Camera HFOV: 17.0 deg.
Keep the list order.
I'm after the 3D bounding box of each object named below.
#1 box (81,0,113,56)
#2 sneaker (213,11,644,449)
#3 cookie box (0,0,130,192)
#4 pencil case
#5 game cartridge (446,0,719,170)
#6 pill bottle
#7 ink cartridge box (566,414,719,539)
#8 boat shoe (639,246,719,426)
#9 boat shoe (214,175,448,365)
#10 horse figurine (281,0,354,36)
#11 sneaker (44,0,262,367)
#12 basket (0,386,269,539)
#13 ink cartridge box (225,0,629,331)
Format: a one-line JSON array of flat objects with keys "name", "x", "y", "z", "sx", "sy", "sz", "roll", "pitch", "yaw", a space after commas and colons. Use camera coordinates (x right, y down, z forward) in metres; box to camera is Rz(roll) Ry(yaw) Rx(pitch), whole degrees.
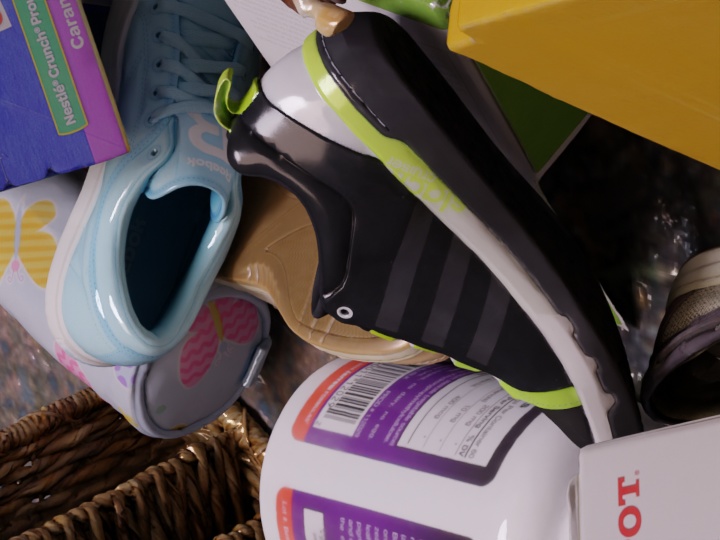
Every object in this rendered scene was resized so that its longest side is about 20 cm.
[{"name": "box", "x": -0.159, "y": -0.176, "z": 1.103, "sx": 0.070, "sy": 0.064, "sz": 0.201, "roll": -12, "pitch": 100, "yaw": 52}, {"name": "sneaker", "x": 0.023, "y": -0.003, "z": 0.845, "sx": 0.083, "sy": 0.072, "sz": 0.200, "roll": -33, "pitch": 111, "yaw": 15}, {"name": "cookie box", "x": -0.175, "y": -0.118, "z": 0.988, "sx": 0.200, "sy": 0.075, "sz": 0.172, "roll": -166, "pitch": 58, "yaw": -71}, {"name": "pencil case", "x": -0.133, "y": -0.004, "z": 1.130, "sx": 0.200, "sy": 0.091, "sz": 0.083, "roll": 36, "pitch": 99, "yaw": 33}, {"name": "game cartridge", "x": 0.148, "y": -0.063, "z": 0.700, "sx": 0.176, "sy": 0.200, "sz": 0.033, "roll": -9, "pitch": 66, "yaw": 52}, {"name": "pill bottle", "x": 0.062, "y": 0.098, "z": 0.944, "sx": 0.200, "sy": 0.111, "sz": 0.112, "roll": 10, "pitch": 116, "yaw": 48}, {"name": "ink cartridge box", "x": 0.172, "y": 0.115, "z": 0.747, "sx": 0.200, "sy": 0.084, "sz": 0.146, "roll": -16, "pitch": 62, "yaw": 33}, {"name": "boat shoe", "x": 0.168, "y": 0.022, "z": 0.798, "sx": 0.072, "sy": 0.065, "sz": 0.200, "roll": 40, "pitch": 154, "yaw": -24}, {"name": "boat shoe", "x": 0.000, "y": 0.000, "z": 0.986, "sx": 0.074, "sy": 0.069, "sz": 0.200, "roll": -63, "pitch": 30, "yaw": 0}, {"name": "horse figurine", "x": -0.012, "y": -0.163, "z": 0.745, "sx": 0.133, "sy": 0.050, "sz": 0.200, "roll": 53, "pitch": 139, "yaw": 18}, {"name": "sneaker", "x": -0.069, "y": -0.054, "z": 1.002, "sx": 0.082, "sy": 0.074, "sz": 0.201, "roll": 7, "pitch": 83, "yaw": 58}, {"name": "basket", "x": -0.105, "y": 0.146, "z": 1.096, "sx": 0.143, "sy": 0.200, "sz": 0.149, "roll": 14, "pitch": 119, "yaw": 47}, {"name": "ink cartridge box", "x": 0.036, "y": -0.081, "z": 0.922, "sx": 0.148, "sy": 0.076, "sz": 0.200, "roll": 25, "pitch": 161, "yaw": 40}]
